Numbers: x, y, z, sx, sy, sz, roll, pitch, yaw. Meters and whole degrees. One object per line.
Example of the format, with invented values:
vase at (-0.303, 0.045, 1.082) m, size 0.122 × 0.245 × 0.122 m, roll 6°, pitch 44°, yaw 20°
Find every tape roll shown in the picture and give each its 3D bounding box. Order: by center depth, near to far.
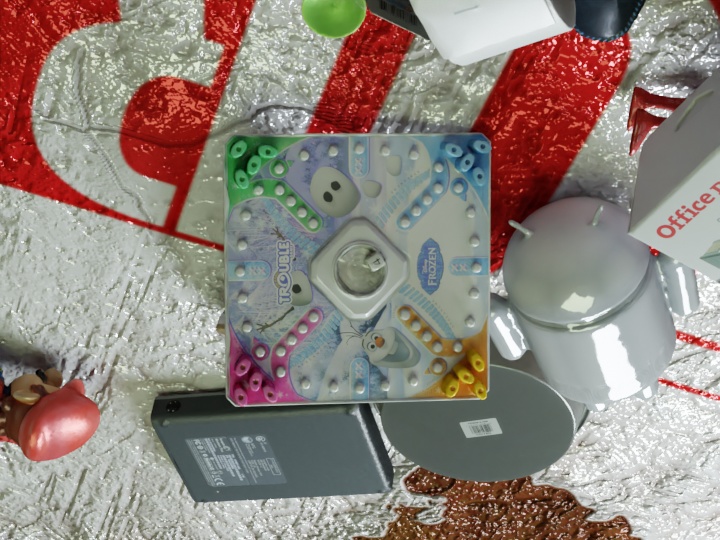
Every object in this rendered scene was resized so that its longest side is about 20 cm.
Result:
tape roll at (0.059, -0.220, 0.889) m, size 0.071 × 0.203 × 0.203 m, roll -16°, pitch 133°, yaw 16°

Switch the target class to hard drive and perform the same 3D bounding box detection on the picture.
hard drive at (-0.079, 0.164, 1.464) m, size 0.199 × 0.033 × 0.140 m, roll -5°, pitch 136°, yaw 14°

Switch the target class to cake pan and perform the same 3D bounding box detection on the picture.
cake pan at (0.105, 0.123, 1.386) m, size 0.199 × 0.037 × 0.201 m, roll 4°, pitch 138°, yaw 4°

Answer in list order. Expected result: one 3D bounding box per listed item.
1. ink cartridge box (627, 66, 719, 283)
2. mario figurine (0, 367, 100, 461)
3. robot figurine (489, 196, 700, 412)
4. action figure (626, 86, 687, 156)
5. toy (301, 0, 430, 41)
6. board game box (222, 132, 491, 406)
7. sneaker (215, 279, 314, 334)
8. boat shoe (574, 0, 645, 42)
ink cartridge box at (0.297, -0.044, 1.029) m, size 0.199 × 0.084 × 0.146 m, roll 26°, pitch 141°, yaw -11°
mario figurine at (-0.329, 0.106, 1.430) m, size 0.199 × 0.106 × 0.123 m, roll 16°, pitch 175°, yaw 7°
robot figurine at (0.177, 0.023, 1.207) m, size 0.169 × 0.113 × 0.200 m, roll -19°, pitch 133°, yaw 11°
action figure at (0.289, -0.087, 1.107) m, size 0.199 × 0.065 × 0.052 m, roll 8°, pitch 116°, yaw 3°
toy at (-0.020, -0.190, 0.937) m, size 0.115 × 0.200 × 0.047 m, roll 22°, pitch 118°, yaw -15°
board game box at (0.000, 0.000, 1.153) m, size 0.199 × 0.026 × 0.201 m, roll -1°, pitch 96°, yaw -8°
sneaker at (-0.061, 0.004, 1.269) m, size 0.070 × 0.109 × 0.200 m, roll 17°, pitch 168°, yaw -13°
boat shoe at (0.153, -0.218, 0.978) m, size 0.084 × 0.069 × 0.200 m, roll 1°, pitch 138°, yaw 8°
